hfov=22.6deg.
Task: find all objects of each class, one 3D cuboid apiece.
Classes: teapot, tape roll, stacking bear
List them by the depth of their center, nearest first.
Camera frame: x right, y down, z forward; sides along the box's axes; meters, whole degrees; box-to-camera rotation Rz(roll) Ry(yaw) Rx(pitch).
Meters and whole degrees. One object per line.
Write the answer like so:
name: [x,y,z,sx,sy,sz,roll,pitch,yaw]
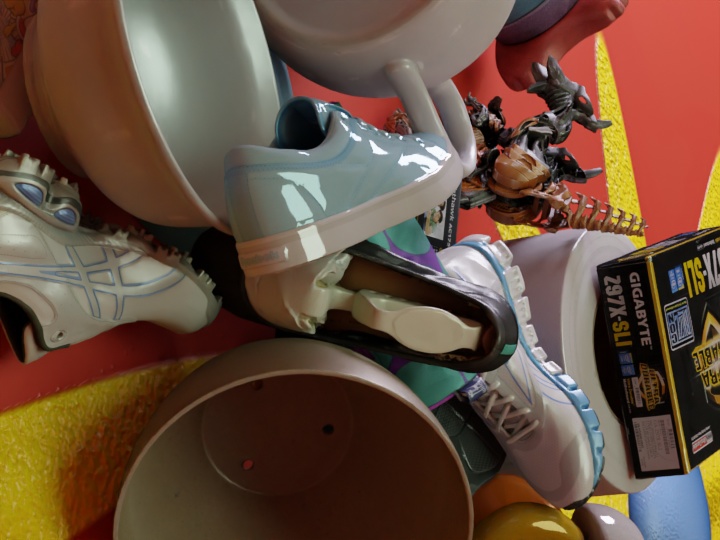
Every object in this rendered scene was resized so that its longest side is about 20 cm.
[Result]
teapot: [0.026,-0.187,1.141,0.201,0.196,0.146,-60,151,-2]
tape roll: [0.138,0.074,1.369,0.202,0.138,0.205,24,61,-54]
stacking bear: [0.104,-0.264,1.437,0.200,0.121,0.114,49,7,-26]

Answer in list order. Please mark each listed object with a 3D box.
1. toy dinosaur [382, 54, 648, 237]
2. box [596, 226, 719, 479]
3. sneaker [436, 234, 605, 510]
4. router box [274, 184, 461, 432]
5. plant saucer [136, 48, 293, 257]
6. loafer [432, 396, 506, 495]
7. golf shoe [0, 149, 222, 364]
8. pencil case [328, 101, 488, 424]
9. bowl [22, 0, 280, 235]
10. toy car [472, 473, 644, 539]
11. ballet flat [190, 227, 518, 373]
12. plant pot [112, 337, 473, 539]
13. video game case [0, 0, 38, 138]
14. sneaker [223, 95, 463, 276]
toy dinosaur: [0.116,-0.072,1.333,0.200,0.102,0.136,43,48,5]
box: [0.249,0.057,1.378,0.199,0.049,0.161,-15,93,-60]
sneaker: [0.088,0.074,1.205,0.086,0.075,0.201,-12,67,-46]
router box: [0.006,0.013,1.223,0.149,0.051,0.202,14,81,-56]
plant saucer: [-0.095,-0.108,1.137,0.199,0.036,0.202,23,63,-55]
loafer: [0.044,0.139,1.211,0.072,0.063,0.200,50,38,-15]
golf shoe: [-0.160,0.010,0.986,0.200,0.078,0.098,32,74,-46]
pencil case: [0.000,0.000,1.109,0.092,0.085,0.201,-39,101,-43]
bowl: [-0.122,-0.108,0.986,0.201,0.090,0.203,-14,90,-71]
toy car: [0.103,0.240,1.271,0.150,0.173,0.202,-130,-145,-66]
ballet flat: [-0.004,0.013,1.032,0.068,0.198,0.069,-71,174,-82]
plant pot: [-0.043,0.119,1.044,0.135,0.199,0.202,-106,171,-66]
video game case: [-0.213,-0.205,0.982,0.201,0.023,0.183,55,39,-35]
sneaker: [-0.006,-0.062,0.996,0.200,0.073,0.083,-31,109,-57]
